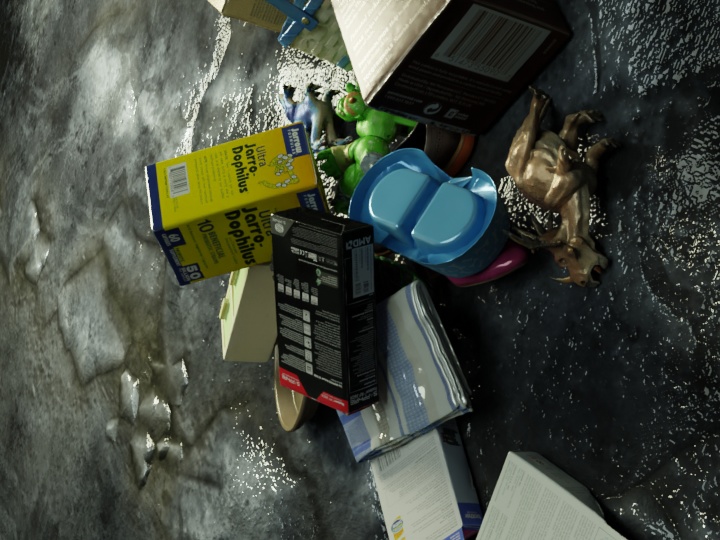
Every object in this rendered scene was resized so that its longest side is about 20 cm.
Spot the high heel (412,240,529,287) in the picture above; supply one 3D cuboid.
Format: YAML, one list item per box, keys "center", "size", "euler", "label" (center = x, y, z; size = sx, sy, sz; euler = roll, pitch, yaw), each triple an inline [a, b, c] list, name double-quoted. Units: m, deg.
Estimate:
- center: [0.098, -0.038, 1.250]
  size: [0.199, 0.067, 0.097]
  euler: [-2, 112, 57]
  label: "high heel"

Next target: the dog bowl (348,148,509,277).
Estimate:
- center: [0.073, -0.056, 1.230]
  size: [0.199, 0.050, 0.112]
  euler: [25, 78, 48]
  label: "dog bowl"

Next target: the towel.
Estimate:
- center: [0.030, 0.113, 1.277]
  size: [0.200, 0.024, 0.148]
  euler: [-35, 73, 45]
  label: "towel"

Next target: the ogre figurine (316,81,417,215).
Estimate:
- center: [0.014, -0.176, 1.402]
  size: [0.201, 0.098, 0.120]
  euler: [-57, 12, -17]
  label: "ogre figurine"

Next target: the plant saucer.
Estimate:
- center: [-0.075, 0.098, 1.471]
  size: [0.200, 0.029, 0.203]
  euler: [-177, 90, -74]
  label: "plant saucer"

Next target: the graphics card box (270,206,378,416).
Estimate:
- center: [-0.039, 0.040, 1.277]
  size: [0.125, 0.051, 0.202]
  euler: [17, 116, 48]
  label: "graphics card box"

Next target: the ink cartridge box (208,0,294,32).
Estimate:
- center: [-0.088, -0.411, 1.537]
  size: [0.075, 0.163, 0.202]
  euler: [48, 119, 53]
  label: "ink cartridge box"

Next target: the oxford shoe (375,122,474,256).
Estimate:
- center: [0.048, -0.099, 1.355]
  size: [0.201, 0.072, 0.071]
  euler: [-58, 41, 29]
  label: "oxford shoe"

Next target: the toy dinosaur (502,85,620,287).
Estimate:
- center: [0.181, -0.090, 1.164]
  size: [0.136, 0.085, 0.201]
  euler: [-62, 33, 35]
  label: "toy dinosaur"

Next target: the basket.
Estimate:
- center: [-0.055, -0.344, 1.413]
  size: [0.139, 0.199, 0.177]
  euler: [-38, 21, 40]
  label: "basket"

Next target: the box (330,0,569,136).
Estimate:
- center: [0.086, -0.282, 1.264]
  size: [0.164, 0.165, 0.202]
  euler: [-48, 46, 38]
  label: "box"

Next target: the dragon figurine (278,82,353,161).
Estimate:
- center: [-0.075, -0.191, 1.560]
  size: [0.199, 0.058, 0.101]
  euler: [11, 91, 53]
  label: "dragon figurine"

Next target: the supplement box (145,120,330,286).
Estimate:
- center: [-0.141, -0.078, 1.408]
  size: [0.109, 0.198, 0.110]
  euler: [72, -177, -51]
  label: "supplement box"

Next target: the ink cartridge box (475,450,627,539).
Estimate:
- center: [0.187, 0.286, 1.102]
  size: [0.199, 0.057, 0.164]
  euler: [31, 108, 44]
  label: "ink cartridge box"

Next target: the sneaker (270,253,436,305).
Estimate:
- center: [0.000, 0.000, 1.341]
  size: [0.198, 0.085, 0.079]
  euler: [20, 118, 27]
  label: "sneaker"

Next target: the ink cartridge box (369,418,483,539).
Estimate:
- center: [0.069, 0.235, 1.277]
  size: [0.119, 0.042, 0.202]
  euler: [-44, 46, 39]
  label: "ink cartridge box"

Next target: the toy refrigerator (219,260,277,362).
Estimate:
- center: [-0.135, 0.029, 1.526]
  size: [0.201, 0.069, 0.077]
  euler: [111, 157, -48]
  label: "toy refrigerator"
